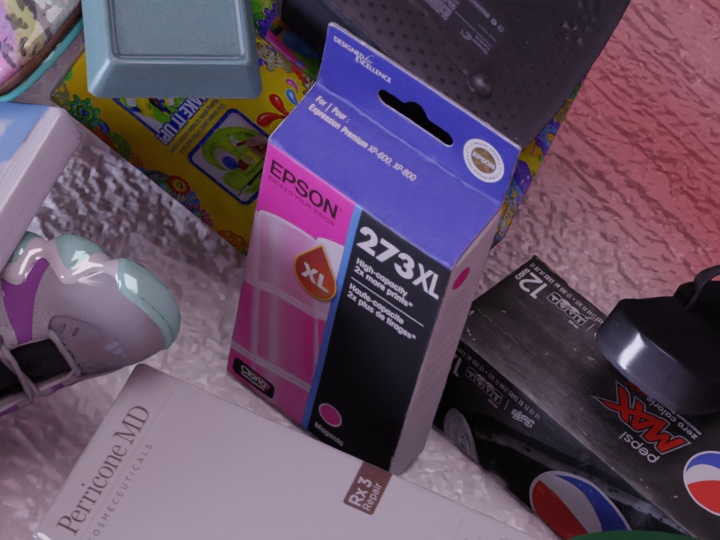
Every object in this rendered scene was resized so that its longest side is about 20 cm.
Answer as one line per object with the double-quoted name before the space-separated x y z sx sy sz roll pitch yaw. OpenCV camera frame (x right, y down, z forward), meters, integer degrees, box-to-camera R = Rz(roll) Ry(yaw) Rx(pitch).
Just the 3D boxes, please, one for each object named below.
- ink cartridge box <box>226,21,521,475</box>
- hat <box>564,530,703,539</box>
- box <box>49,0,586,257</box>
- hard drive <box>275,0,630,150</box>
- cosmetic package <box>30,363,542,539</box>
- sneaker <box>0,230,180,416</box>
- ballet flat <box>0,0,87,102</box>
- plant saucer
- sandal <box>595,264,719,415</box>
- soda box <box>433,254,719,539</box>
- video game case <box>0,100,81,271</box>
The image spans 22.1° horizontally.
"ink cartridge box" 0.000 0.000 0.764 0.095 0.200 0.037 35 50 18
"hat" 0.098 0.216 0.678 0.200 0.176 0.166 -5 33 -40
"box" -0.003 -0.110 0.873 0.193 0.122 0.200 39 47 -9
"hard drive" 0.048 -0.133 0.812 0.135 0.042 0.200 42 46 -8
"cosmetic package" -0.025 0.127 0.733 0.200 0.074 0.102 23 47 4
"sneaker" -0.173 0.060 0.733 0.199 0.078 0.140 -4 52 23
"ballet flat" -0.125 -0.153 0.785 0.071 0.069 0.200 54 44 -24
"plant saucer" -0.083 -0.161 0.755 0.070 0.019 0.200 -1 66 -15
"sandal" 0.168 0.028 0.834 0.076 0.043 0.200 39 18 16
"soda box" 0.121 0.088 0.812 0.200 0.063 0.071 40 52 21
"video game case" -0.229 0.007 0.734 0.182 0.022 0.200 8 57 30
